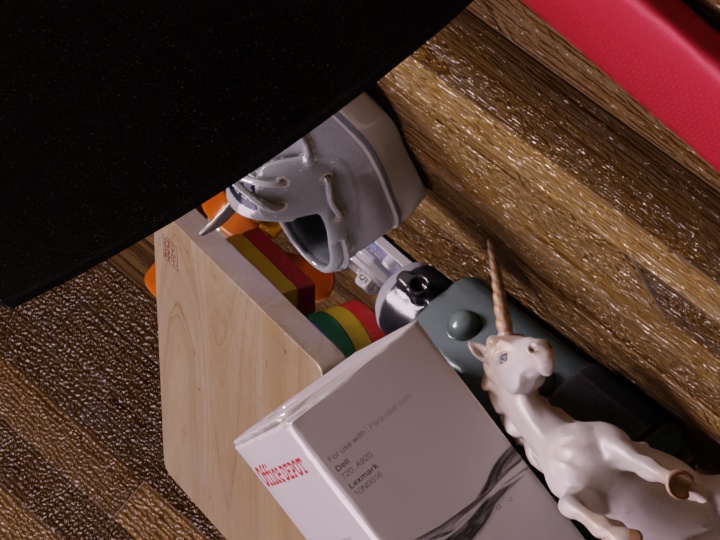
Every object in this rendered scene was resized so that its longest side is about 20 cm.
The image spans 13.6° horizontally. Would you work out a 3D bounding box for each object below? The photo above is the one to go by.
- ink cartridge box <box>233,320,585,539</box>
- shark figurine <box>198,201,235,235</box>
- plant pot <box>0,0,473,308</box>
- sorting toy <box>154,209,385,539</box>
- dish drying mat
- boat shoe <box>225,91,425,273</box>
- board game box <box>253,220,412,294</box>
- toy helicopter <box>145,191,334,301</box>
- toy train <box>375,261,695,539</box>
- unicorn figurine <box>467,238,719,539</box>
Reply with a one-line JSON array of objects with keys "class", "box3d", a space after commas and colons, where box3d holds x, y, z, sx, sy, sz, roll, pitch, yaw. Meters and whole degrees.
[{"class": "ink cartridge box", "box3d": [0.040, 0.130, 1.414, 0.200, 0.084, 0.146, 53, 166, -2]}, {"class": "shark figurine", "box3d": [-0.104, -0.113, 1.467, 0.214, 0.128, 0.090, 24, -148, -39]}, {"class": "plant pot", "box3d": [-0.118, -0.111, 0.935, 0.200, 0.178, 0.200, 36, 173, 37]}, {"class": "sorting toy", "box3d": [-0.043, 0.080, 1.786, 0.199, 0.069, 0.201, 43, 142, 45]}, {"class": "dish drying mat", "box3d": [0.062, -0.073, 0.806, 0.200, 0.018, 0.077, 42, 173, 1]}, {"class": "boat shoe", "box3d": [-0.026, -0.049, 1.306, 0.070, 0.072, 0.201, 39, 174, 24]}, {"class": "board game box", "box3d": [0.000, 0.000, 1.735, 0.200, 0.026, 0.200, 41, 175, 7]}, {"class": "toy helicopter", "box3d": [-0.099, -0.032, 1.980, 0.132, 0.079, 0.200, 28, -165, -44]}, {"class": "toy train", "box3d": [0.085, 0.071, 1.472, 0.200, 0.085, 0.114, 40, 162, 33]}, {"class": "unicorn figurine", "box3d": [0.124, 0.090, 1.332, 0.200, 0.074, 0.137, 42, 177, -23]}]
